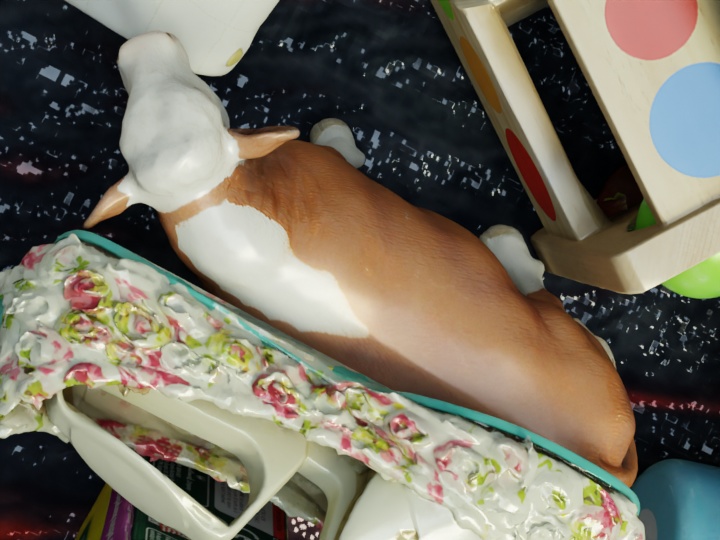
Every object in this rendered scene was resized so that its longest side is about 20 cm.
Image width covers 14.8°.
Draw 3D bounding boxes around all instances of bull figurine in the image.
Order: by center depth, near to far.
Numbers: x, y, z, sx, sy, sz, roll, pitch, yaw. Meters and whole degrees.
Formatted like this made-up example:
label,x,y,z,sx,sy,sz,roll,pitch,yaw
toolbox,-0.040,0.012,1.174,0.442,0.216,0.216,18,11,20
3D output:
label,x,y,z,sx,sy,sz,roll,pitch,yaw
bull figurine,0.000,0.000,0.837,0.200,0.121,0.065,39,104,-10

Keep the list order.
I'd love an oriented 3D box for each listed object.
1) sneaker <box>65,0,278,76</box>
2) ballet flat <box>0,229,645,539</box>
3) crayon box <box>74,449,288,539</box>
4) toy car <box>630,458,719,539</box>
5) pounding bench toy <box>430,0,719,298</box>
label,x,y,z,sx,sy,sz,roll,pitch,yaw
sneaker,-0.090,-0.148,0.842,0.200,0.074,0.116,46,117,15
ballet flat,-0.018,0.057,0.787,0.199,0.076,0.064,24,60,-2
crayon box,-0.082,0.156,0.788,0.058,0.200,0.173,26,102,-9
toy car,0.191,0.125,0.816,0.184,0.200,0.177,12,133,-15
pounding bench toy,0.101,-0.075,0.811,0.124,0.200,0.156,-27,97,-5
